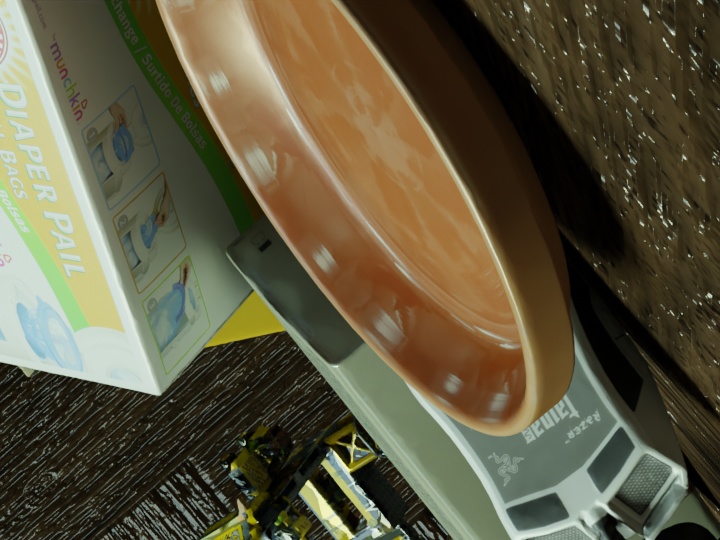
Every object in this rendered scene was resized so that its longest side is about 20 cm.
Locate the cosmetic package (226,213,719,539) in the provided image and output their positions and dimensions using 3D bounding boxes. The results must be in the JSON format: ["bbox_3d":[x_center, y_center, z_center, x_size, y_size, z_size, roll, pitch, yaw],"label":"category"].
[{"bbox_3d":[0.047,0.048,0.963,0.103,0.087,0.200,43,172,51],"label":"cosmetic package"}]

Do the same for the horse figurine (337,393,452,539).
[{"bbox_3d":[0.015,0.063,1.334,0.133,0.050,0.200,46,-176,-30],"label":"horse figurine"}]

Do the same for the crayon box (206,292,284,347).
[{"bbox_3d":[-0.060,-0.013,1.324,0.200,0.125,0.052,-137,38,-64],"label":"crayon box"}]

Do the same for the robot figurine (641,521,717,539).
[{"bbox_3d":[0.145,0.183,0.909,0.124,0.151,0.200,-1,135,50],"label":"robot figurine"}]

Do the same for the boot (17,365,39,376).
[{"bbox_3d":[-0.142,-0.056,1.122,0.200,0.150,0.073,44,174,31],"label":"boot"}]

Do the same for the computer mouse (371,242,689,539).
[{"bbox_3d":[0.076,0.058,0.830,0.044,0.109,0.201,-6,-117,-59],"label":"computer mouse"}]

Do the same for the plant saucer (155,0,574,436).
[{"bbox_3d":[0.001,-0.041,0.755,0.201,0.032,0.201,51,164,20],"label":"plant saucer"}]

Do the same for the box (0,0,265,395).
[{"bbox_3d":[-0.117,-0.068,0.941,0.112,0.101,0.201,9,131,33],"label":"box"}]

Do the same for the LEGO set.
[{"bbox_3d":[0.032,0.140,1.185,0.200,0.116,0.154,55,-146,-2],"label":"LEGO set"}]
